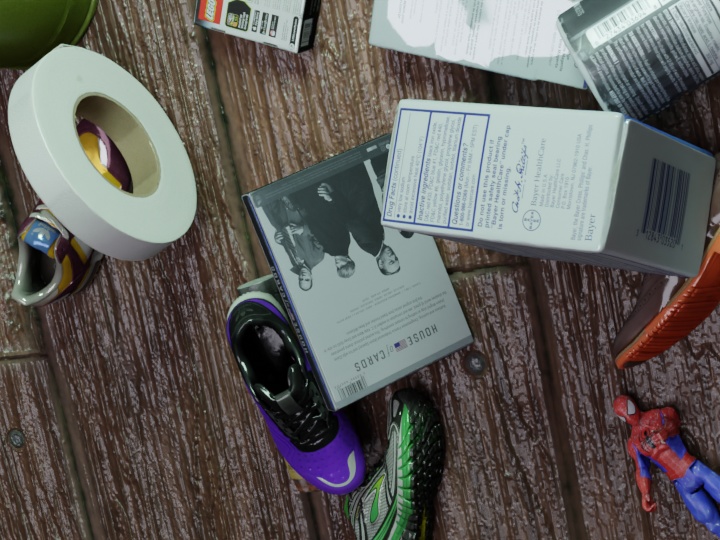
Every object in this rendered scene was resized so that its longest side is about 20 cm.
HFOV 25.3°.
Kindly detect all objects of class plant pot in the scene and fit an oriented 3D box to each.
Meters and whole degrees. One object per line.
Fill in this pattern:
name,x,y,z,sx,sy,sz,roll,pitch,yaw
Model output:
plant pot,-0.371,-0.272,1.455,0.198,0.193,0.203,6,106,23

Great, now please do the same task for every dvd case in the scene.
dvd case,0.000,0.000,1.397,0.025,0.149,0.202,-10,103,67

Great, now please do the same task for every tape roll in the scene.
tape roll,-0.228,-0.105,1.430,0.037,0.203,0.204,-32,90,28

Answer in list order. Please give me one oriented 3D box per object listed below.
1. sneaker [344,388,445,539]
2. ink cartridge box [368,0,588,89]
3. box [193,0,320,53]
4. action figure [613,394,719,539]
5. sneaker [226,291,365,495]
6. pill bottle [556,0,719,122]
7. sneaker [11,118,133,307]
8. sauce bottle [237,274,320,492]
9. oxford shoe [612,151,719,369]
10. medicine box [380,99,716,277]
sneaker,0.023,0.201,1.467,0.084,0.078,0.202,16,110,20
ink cartridge box,0.114,-0.266,1.323,0.198,0.043,0.199,14,109,17
box,-0.079,-0.303,1.403,0.109,0.035,0.202,18,110,19
action figure,0.278,0.187,1.340,0.200,0.099,0.065,48,116,9
sneaker,-0.061,0.117,1.405,0.069,0.100,0.201,-31,96,-1
pill bottle,0.258,-0.201,1.227,0.199,0.106,0.107,-31,90,13
sneaker,-0.276,-0.054,1.527,0.074,0.090,0.202,26,113,16
sauce bottle,-0.062,0.104,1.488,0.065,0.066,0.202,-15,95,27
oxford shoe,0.264,-0.005,1.318,0.073,0.071,0.201,47,114,28
medicine box,0.148,-0.063,1.251,0.198,0.181,0.104,9,89,34
